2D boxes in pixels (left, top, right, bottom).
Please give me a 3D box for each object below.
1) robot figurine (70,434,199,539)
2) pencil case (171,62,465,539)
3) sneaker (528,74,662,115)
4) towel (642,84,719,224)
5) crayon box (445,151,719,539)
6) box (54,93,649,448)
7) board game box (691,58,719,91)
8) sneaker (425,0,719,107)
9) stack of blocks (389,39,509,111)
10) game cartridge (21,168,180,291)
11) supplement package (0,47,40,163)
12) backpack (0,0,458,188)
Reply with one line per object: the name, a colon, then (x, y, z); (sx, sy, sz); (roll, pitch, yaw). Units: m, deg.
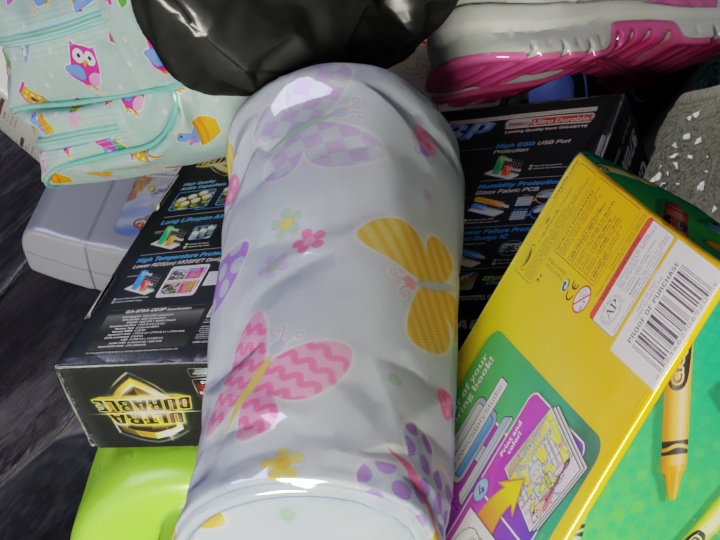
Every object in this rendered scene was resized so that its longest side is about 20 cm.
robot figurine: (-0.053, 0.090, 0.863); (0.175, 0.116, 0.200); (-42, 20, 28)
pencil case: (-0.013, 0.022, 0.682); (0.091, 0.083, 0.200); (-27, 39, 27)
sneaker: (0.139, -0.133, 0.962); (0.078, 0.070, 0.200); (10, 71, 28)
towel: (0.139, 0.003, 0.689); (0.148, 0.036, 0.200); (-29, 40, 48)
crayon box: (0.062, 0.074, 0.654); (0.200, 0.058, 0.119); (-60, 24, 10)
box: (0.000, 0.000, 0.811); (0.200, 0.046, 0.159); (-4, 36, 25)
board game box: (0.181, -0.052, 0.775); (0.200, 0.028, 0.135); (-20, 33, 54)
sneaker: (0.104, -0.125, 0.863); (0.200, 0.088, 0.081); (-8, -9, -42)
stack of blocks: (0.056, -0.126, 0.993); (0.200, 0.059, 0.115); (107, -175, -45)
game cartridge: (-0.068, -0.036, 1.075); (0.200, 0.042, 0.133); (3, 37, 12)
supplement package: (-0.124, -0.113, 1.230); (0.152, 0.200, 0.151); (-51, 7, -9)
backpack: (-0.072, -0.105, 0.815); (0.167, 0.127, 0.200); (-13, 3, -38)
